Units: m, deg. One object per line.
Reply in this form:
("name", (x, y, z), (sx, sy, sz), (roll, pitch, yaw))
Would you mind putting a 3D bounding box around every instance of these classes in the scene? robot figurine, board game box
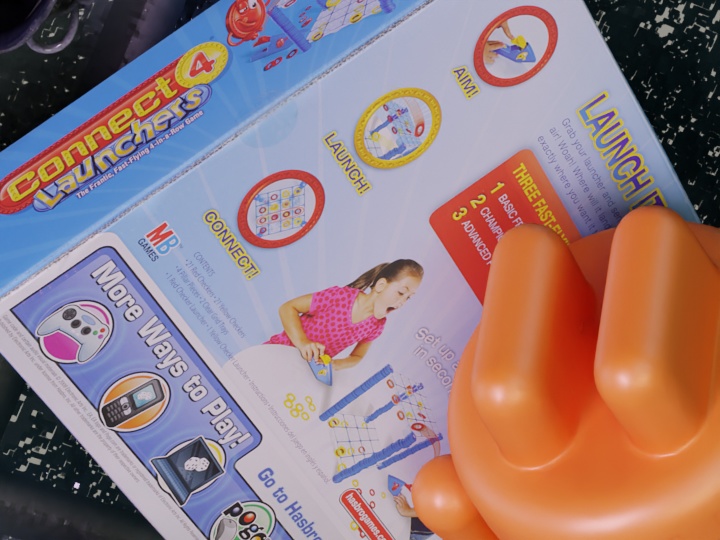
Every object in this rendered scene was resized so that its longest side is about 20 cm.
("robot figurine", (0.099, 0.064, 0.802), (0.144, 0.117, 0.200), (-37, 133, 0))
("board game box", (0.000, 0.000, 0.814), (0.195, 0.056, 0.200), (-34, 134, 0))

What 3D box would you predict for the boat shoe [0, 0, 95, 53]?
("boat shoe", (-0.092, -0.092, 0.705), (0.199, 0.062, 0.075), (-16, 154, -45))
